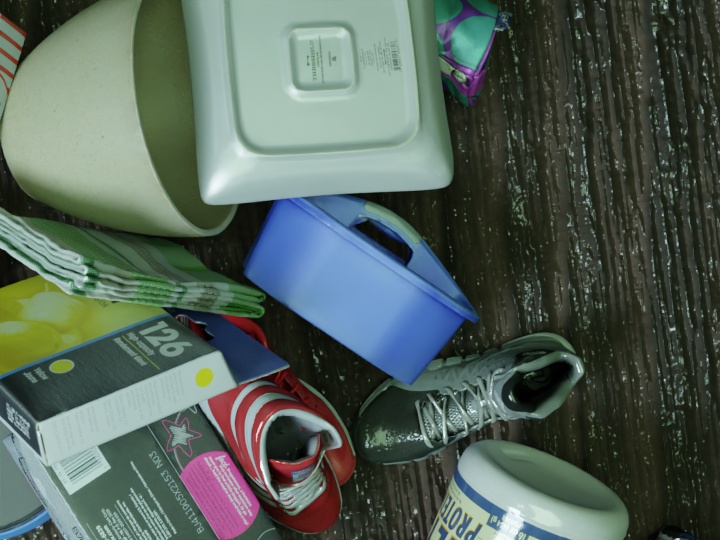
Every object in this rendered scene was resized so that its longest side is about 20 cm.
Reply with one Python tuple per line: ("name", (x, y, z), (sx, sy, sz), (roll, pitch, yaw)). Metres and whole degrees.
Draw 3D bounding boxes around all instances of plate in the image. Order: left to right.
("plate", (-0.032, -0.156, 1.495), (0.198, 0.032, 0.201), (-4, 80, -11))

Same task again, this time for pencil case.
("pencil case", (0.015, -0.203, 1.571), (0.199, 0.093, 0.085), (20, 124, -5))

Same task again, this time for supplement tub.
("supplement tub", (0.113, 0.252, 1.562), (0.144, 0.145, 0.201), (21, 101, -7))

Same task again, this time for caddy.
("caddy", (0.000, 0.000, 1.553), (0.199, 0.141, 0.105), (34, 93, -7))

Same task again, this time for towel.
("towel", (-0.181, -0.012, 1.481), (0.199, 0.149, 0.031), (9, 106, -50))

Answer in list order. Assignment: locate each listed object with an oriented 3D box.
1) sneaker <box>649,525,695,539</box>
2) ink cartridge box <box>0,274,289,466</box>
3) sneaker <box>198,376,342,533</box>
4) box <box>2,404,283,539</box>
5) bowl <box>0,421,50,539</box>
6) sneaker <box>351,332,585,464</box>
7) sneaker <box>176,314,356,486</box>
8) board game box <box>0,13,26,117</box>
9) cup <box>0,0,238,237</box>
("sneaker", (0.245, 0.277, 1.627), (0.198, 0.081, 0.116), (-18, 90, -12))
("ink cartridge box", (-0.187, 0.051, 1.436), (0.199, 0.197, 0.047), (-23, 122, -27))
("sneaker", (-0.048, 0.152, 1.489), (0.071, 0.112, 0.200), (-42, 130, -12))
("box", (-0.166, 0.176, 1.510), (0.132, 0.115, 0.201), (-33, 92, -18))
("bowl", (-0.307, 0.119, 1.571), (0.199, 0.039, 0.202), (0, 92, -6))
("sneaker", (0.089, 0.102, 1.578), (0.199, 0.115, 0.075), (-24, 94, -6))
("sneaker", (-0.077, 0.103, 1.558), (0.200, 0.116, 0.078), (45, 87, -6))
("board game box", (-0.368, -0.131, 1.495), (0.199, 0.046, 0.153), (12, 79, 22))
("cup", (-0.192, -0.116, 1.517), (0.142, 0.200, 0.202), (-8, 93, 20))
